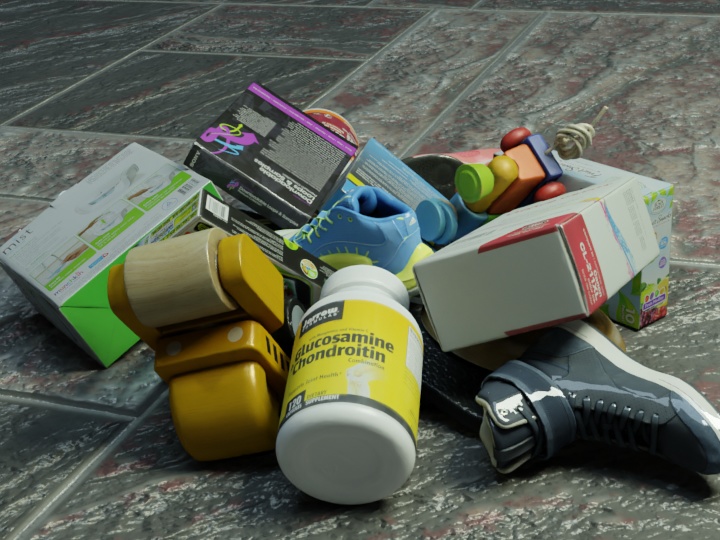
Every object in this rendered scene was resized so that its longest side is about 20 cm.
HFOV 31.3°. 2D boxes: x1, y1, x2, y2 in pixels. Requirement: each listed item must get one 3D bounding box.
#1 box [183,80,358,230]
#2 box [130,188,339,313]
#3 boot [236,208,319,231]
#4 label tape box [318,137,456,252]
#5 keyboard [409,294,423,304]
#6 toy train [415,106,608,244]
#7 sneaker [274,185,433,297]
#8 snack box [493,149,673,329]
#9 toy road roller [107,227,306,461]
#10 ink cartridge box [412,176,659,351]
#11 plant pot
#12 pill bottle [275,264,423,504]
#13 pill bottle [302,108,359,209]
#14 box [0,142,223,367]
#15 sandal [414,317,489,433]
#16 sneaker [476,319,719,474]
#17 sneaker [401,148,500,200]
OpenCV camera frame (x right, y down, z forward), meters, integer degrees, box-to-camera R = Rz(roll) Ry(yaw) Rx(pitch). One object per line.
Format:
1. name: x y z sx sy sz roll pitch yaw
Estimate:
1. box: -0.093 -0.125 1.389 0.143 0.036 0.200 33 29 -2
2. box: -0.099 0.011 1.172 0.110 0.200 0.035 -36 37 35
3. boot: -0.112 -0.002 1.379 0.200 0.078 0.138 1 33 29
4. label tape box: 0.033 -0.049 1.349 0.144 0.063 0.200 39 22 -5
5. keyboard: 0.000 0.000 1.277 0.200 0.011 0.056 13 37 36
6. toy train: 0.142 -0.096 1.251 0.116 0.200 0.085 -14 66 -39
7. sneaker: -0.017 -0.040 1.234 0.200 0.105 0.076 8 32 30
8. snack box: 0.223 -0.040 1.314 0.053 0.142 0.200 -23 31 -35
9. toy road roller: -0.122 0.072 1.094 0.123 0.200 0.146 -13 54 16
10. ink cartridge box: 0.162 -0.009 1.136 0.146 0.083 0.200 -17 6 33
11. plant pot: 0.157 0.048 1.220 0.200 0.028 0.200 9 22 -4
12. pill bottle: -0.005 0.088 1.076 0.112 0.112 0.200 -1 39 7
13. pill bottle: -0.056 -0.117 1.561 0.109 0.110 0.200 -4 25 2
14. box: -0.252 -0.024 1.338 0.200 0.097 0.176 -43 38 -18
15. sandal: 0.059 0.099 1.173 0.075 0.048 0.200 -22 42 -34
16. sneaker: 0.185 0.129 1.034 0.146 0.077 0.202 -29 41 -27
17. sneaker: 0.133 -0.114 1.592 0.200 0.074 0.087 -3 12 -5
